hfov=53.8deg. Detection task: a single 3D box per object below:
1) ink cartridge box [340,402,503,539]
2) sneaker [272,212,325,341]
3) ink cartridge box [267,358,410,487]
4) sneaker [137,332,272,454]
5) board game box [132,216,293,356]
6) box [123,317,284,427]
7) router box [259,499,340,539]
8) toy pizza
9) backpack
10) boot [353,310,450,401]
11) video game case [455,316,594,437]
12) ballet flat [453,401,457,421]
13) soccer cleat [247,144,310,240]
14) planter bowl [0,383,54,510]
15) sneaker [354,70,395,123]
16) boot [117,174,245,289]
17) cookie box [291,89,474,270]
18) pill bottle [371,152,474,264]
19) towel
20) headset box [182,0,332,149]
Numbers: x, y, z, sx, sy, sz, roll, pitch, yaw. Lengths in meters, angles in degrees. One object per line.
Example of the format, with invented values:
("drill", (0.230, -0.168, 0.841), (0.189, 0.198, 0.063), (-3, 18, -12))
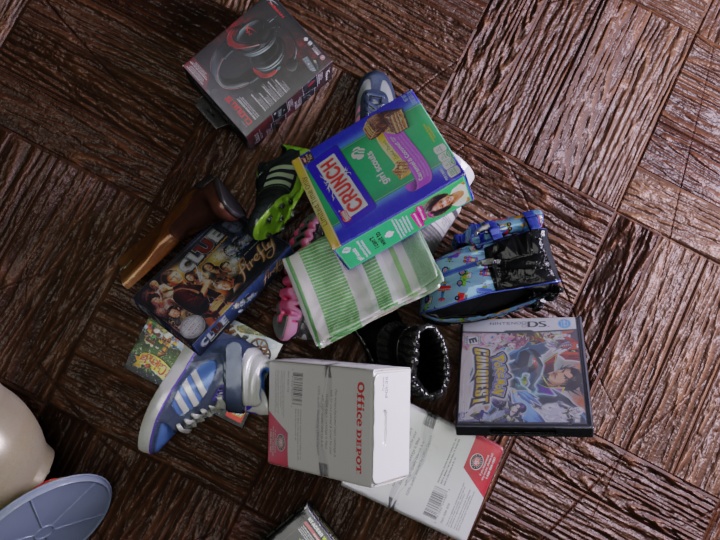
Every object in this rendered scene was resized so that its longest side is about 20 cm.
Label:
("ink cartridge box", (0.085, 0.280, 1.039), (0.198, 0.084, 0.146), (25, 84, 0))
("sneaker", (-0.068, 0.013, 1.077), (0.094, 0.079, 0.202), (14, 84, -22))
("ink cartridge box", (-0.032, 0.199, 0.959), (0.198, 0.082, 0.149), (-1, 86, 41))
("sneaker", (-0.205, 0.190, 0.996), (0.145, 0.081, 0.202), (26, 77, 6))
("board game box", (-0.211, 0.010, 1.026), (0.135, 0.035, 0.200), (30, 65, 27))
("box", (-0.232, 0.127, 1.063), (0.198, 0.038, 0.138), (26, 83, 0))
("router box", (-0.074, 0.460, 1.022), (0.149, 0.062, 0.201), (-38, 87, -5))
("toy pizza", (-0.435, 0.343, 0.961), (0.200, 0.200, 0.032), (-44, 61, -7))
("backpack", (0.173, 0.006, 1.031), (0.198, 0.183, 0.136), (-14, 80, 4))
("boot", (0.046, 0.082, 1.010), (0.079, 0.158, 0.213), (-28, 94, -18))
("video game case", (0.229, 0.145, 1.006), (0.178, 0.026, 0.201), (-2, 42, 13))
("ballet flat", (0.214, 0.170, 1.064), (0.198, 0.067, 0.069), (-26, 100, -15))
("soccer cleat", (-0.128, -0.118, 1.052), (0.080, 0.068, 0.201), (19, 46, 11))
("planter bowl", (-0.512, 0.267, 0.972), (0.135, 0.200, 0.201), (41, 83, -25))
("sneaker", (0.024, -0.219, 1.092), (0.069, 0.082, 0.203), (1, 83, -1))
("boot", (-0.268, -0.053, 1.013), (0.200, 0.188, 0.069), (-42, 121, -8))
("cookie box", (0.027, -0.124, 0.974), (0.199, 0.075, 0.172), (-30, 59, 5))
("pill bottle", (0.080, -0.083, 1.064), (0.113, 0.113, 0.201), (33, 83, 1))
("towel", (0.000, 0.000, 0.988), (0.199, 0.023, 0.154), (-28, 67, 7))
("headset box", (-0.163, -0.299, 1.095), (0.200, 0.075, 0.149), (-42, 88, -6))
